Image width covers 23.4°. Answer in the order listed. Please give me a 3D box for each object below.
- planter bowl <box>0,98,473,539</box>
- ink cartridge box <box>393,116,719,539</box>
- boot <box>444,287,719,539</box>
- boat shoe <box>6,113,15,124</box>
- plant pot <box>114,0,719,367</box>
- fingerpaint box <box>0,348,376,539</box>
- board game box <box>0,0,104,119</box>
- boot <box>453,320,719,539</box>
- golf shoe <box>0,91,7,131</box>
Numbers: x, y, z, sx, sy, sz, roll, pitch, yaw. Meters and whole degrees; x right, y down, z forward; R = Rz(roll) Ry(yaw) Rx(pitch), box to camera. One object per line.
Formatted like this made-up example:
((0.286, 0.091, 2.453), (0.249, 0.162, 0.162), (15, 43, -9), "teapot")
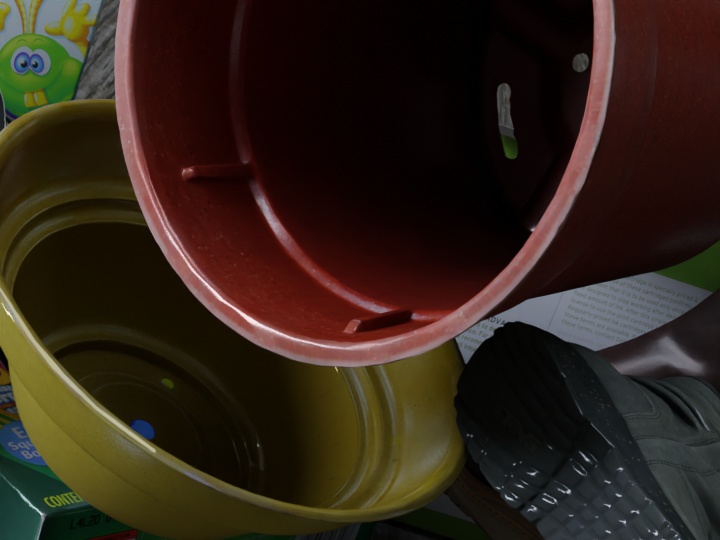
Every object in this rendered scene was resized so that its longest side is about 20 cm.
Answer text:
((-0.063, 0.035, 0.632), (0.200, 0.084, 0.201), (27, 32, -18), "planter bowl")
((0.081, 0.030, 0.826), (0.147, 0.201, 0.076), (18, 21, -8), "ink cartridge box")
((0.107, 0.053, 0.771), (0.200, 0.166, 0.072), (50, -4, -9), "boot")
((-0.183, -0.054, 0.961), (0.199, 0.061, 0.074), (30, 6, 22), "boat shoe")
((0.050, -0.070, 0.629), (0.200, 0.202, 0.195), (35, 20, 32), "plant pot")
((-0.109, 0.067, 0.732), (0.199, 0.074, 0.167), (-4, 32, -47), "fingerpaint box")
((-0.205, -0.170, 1.040), (0.102, 0.201, 0.105), (16, 22, -13), "board game box")
((0.121, 0.102, 0.602), (0.130, 0.068, 0.201), (16, 38, -37), "boot")
((-0.188, -0.022, 0.658), (0.072, 0.092, 0.200), (19, 26, -1), "golf shoe")
